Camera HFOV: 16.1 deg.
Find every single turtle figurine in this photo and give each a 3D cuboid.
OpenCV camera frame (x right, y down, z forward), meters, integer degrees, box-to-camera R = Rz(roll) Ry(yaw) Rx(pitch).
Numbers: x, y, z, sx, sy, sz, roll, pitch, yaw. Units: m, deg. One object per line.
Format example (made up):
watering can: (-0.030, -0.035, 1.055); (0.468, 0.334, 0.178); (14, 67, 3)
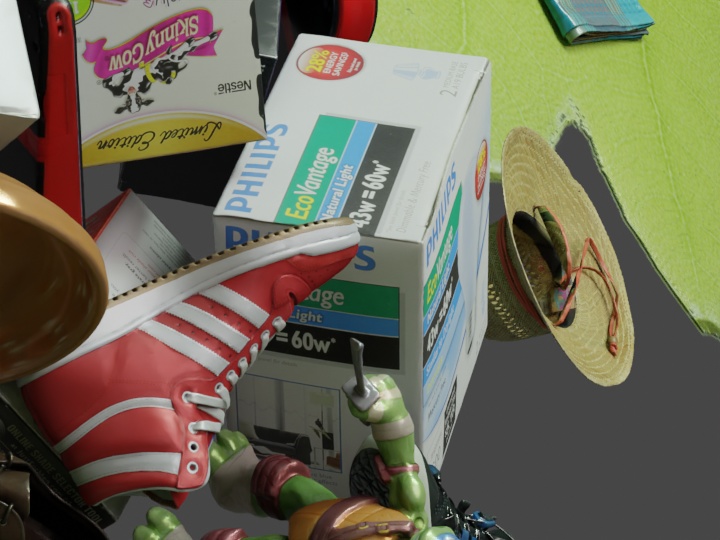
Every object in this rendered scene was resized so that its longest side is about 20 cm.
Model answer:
turtle figurine: (-0.042, 0.115, 1.331); (0.199, 0.193, 0.145); (20, 76, -41)

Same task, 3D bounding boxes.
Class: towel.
towel: (0.168, -0.283, 2.123); (0.146, 0.022, 0.201); (-12, 75, -56)

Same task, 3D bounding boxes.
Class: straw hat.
straw hat: (0.110, 0.006, 1.764); (0.201, 0.085, 0.202); (46, 33, -42)

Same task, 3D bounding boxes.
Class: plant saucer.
plant saucer: (-0.219, 0.000, 1.208); (0.200, 0.200, 0.038); (23, 50, -42)

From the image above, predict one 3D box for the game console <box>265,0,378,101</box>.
game console: (-0.045, -0.215, 1.642); (0.031, 0.177, 0.201); (-6, 75, -21)

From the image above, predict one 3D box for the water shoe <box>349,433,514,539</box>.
water shoe: (0.047, 0.156, 1.456); (0.072, 0.079, 0.201); (46, -24, 44)

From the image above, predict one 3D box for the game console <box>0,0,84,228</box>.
game console: (-0.196, -0.110, 1.322); (0.031, 0.178, 0.200); (-16, 41, -29)

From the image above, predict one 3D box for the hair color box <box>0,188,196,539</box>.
hair color box: (-0.149, 0.054, 1.405); (0.102, 0.061, 0.200); (49, 34, -15)

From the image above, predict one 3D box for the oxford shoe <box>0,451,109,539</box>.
oxford shoe: (-0.207, 0.108, 1.267); (0.199, 0.084, 0.073); (30, 45, -35)

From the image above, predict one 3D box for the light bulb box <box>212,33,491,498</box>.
light bulb box: (0.000, 0.000, 1.502); (0.199, 0.124, 0.201); (-69, 162, -51)

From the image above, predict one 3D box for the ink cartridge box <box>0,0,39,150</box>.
ink cartridge box: (-0.275, -0.099, 1.219); (0.144, 0.200, 0.146); (8, 58, -44)

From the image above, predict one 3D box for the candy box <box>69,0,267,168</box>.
candy box: (-0.130, -0.162, 1.380); (0.136, 0.061, 0.202); (-11, 102, -27)

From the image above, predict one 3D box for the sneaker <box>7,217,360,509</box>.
sneaker: (-0.074, 0.052, 1.326); (0.199, 0.071, 0.113); (-24, 87, -15)

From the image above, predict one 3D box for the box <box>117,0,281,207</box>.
box: (-0.095, -0.161, 1.559); (0.078, 0.142, 0.201); (11, 50, -11)
